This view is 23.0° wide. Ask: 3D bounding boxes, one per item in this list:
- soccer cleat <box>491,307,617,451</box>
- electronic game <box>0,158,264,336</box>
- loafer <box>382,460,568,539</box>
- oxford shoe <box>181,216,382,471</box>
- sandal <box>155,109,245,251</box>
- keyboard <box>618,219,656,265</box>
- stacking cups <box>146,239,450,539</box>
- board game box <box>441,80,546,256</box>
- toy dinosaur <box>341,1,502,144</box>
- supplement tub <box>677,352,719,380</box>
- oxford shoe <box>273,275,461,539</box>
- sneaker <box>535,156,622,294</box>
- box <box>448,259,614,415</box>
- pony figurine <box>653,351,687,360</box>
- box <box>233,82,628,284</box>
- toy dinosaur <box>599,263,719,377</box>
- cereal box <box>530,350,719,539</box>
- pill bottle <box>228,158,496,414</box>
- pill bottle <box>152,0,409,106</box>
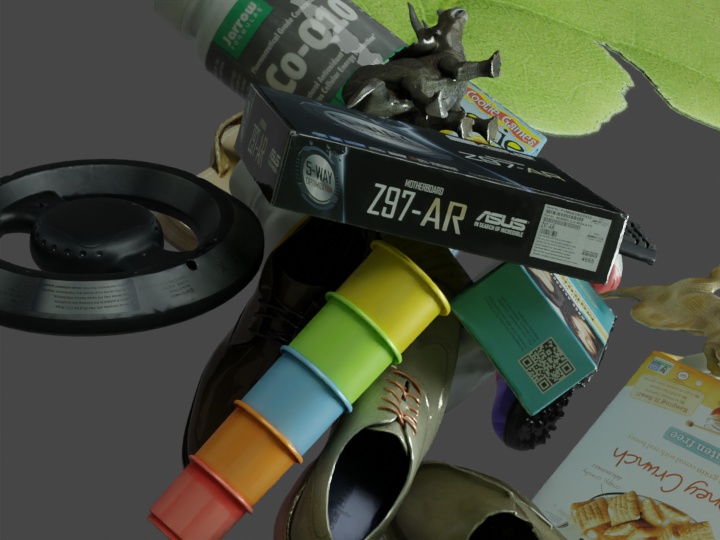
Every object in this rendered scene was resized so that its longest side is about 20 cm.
[{"bbox_3d":[0.121,0.066,1.254,0.073,0.068,0.200,23,28,15],"label":"soccer cleat"},{"bbox_3d":[-0.157,-0.016,1.056,0.200,0.042,0.200,2,27,-1],"label":"electronic game"},{"bbox_3d":[0.073,0.156,1.001,0.200,0.076,0.067,25,-9,46],"label":"loafer"},{"bbox_3d":[-0.050,0.038,1.035,0.073,0.084,0.200,22,68,11],"label":"oxford shoe"},{"bbox_3d":[-0.073,-0.080,1.259,0.078,0.070,0.212,35,30,2],"label":"sandal"},{"bbox_3d":[0.101,-0.055,1.196,0.200,0.021,0.127,18,13,-19],"label":"keyboard"},{"bbox_3d":[-0.039,0.073,0.980,0.060,0.200,0.061,43,-9,8],"label":"stacking cups"},{"bbox_3d":[0.042,-0.063,1.311,0.103,0.105,0.200,38,30,8],"label":"board game box"},{"bbox_3d":[0.034,-0.121,1.227,0.102,0.077,0.200,10,29,32],"label":"toy dinosaur"},{"bbox_3d":[0.252,0.164,1.153,0.144,0.144,0.200,15,36,-29],"label":"supplement tub"},{"bbox_3d":[0.019,0.087,1.018,0.071,0.074,0.200,28,66,-13],"label":"oxford shoe"},{"bbox_3d":[0.161,-0.040,1.399,0.082,0.078,0.200,23,20,-30],"label":"sneaker"},{"bbox_3d":[0.111,0.025,1.100,0.082,0.049,0.200,53,13,1],"label":"box"},{"bbox_3d":[0.340,0.105,1.339,0.200,0.167,0.193,-17,48,-34],"label":"pony figurine"},{"bbox_3d":[0.035,-0.052,1.029,0.200,0.044,0.160,13,12,-14],"label":"box"},{"bbox_3d":[0.222,0.023,1.188,0.101,0.058,0.200,-10,19,-20],"label":"toy dinosaur"},{"bbox_3d":[0.180,0.152,1.058,0.144,0.040,0.200,25,60,33],"label":"cereal box"},{"bbox_3d":[0.000,0.000,1.157,0.111,0.111,0.200,-10,58,-50],"label":"pill bottle"},{"bbox_3d":[-0.056,-0.176,1.368,0.200,0.113,0.113,38,31,8],"label":"pill bottle"}]
